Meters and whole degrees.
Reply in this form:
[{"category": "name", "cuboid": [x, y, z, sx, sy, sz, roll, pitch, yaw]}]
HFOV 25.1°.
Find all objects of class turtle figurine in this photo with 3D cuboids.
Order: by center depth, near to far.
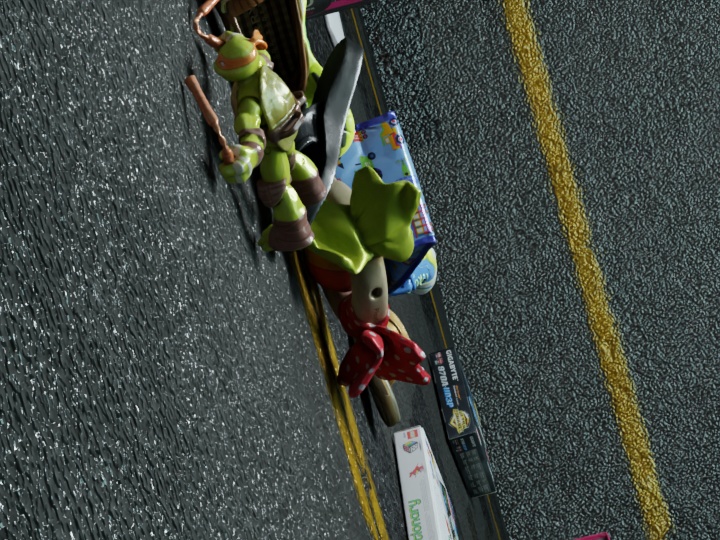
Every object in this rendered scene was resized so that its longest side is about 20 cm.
[{"category": "turtle figurine", "cuboid": [-0.066, -0.105, 1.118, 0.201, 0.064, 0.162, -99, 171, -52]}]

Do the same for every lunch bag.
[{"category": "lunch bag", "cuboid": [0.016, -0.063, 1.779, 0.200, 0.094, 0.151, 90, -16, -76]}]

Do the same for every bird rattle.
[{"category": "bird rattle", "cuboid": [0.000, 0.000, 1.353, 0.163, 0.112, 0.201, -126, -164, -54]}]

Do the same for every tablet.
[{"category": "tablet", "cuboid": [-0.046, -0.394, 2.396, 0.130, 0.014, 0.201, 65, 10, -57]}]

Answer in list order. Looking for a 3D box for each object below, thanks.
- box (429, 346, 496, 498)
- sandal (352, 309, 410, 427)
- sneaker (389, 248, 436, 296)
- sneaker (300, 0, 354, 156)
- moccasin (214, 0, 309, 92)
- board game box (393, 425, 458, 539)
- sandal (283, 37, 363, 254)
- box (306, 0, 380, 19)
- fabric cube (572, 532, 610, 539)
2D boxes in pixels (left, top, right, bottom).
[{"category": "box", "cuboid": [0.160, 0.237, 2.515, 0.200, 0.046, 0.160, 68, 8, -52]}, {"category": "sandal", "cuboid": [0.022, 0.065, 1.581, 0.201, 0.054, 0.081, -99, 171, -52]}, {"category": "sneaker", "cuboid": [0.043, 0.001, 1.957, 0.200, 0.075, 0.106, 56, 31, -53]}, {"category": "sneaker", "cuboid": [-0.071, -0.180, 1.345, 0.084, 0.074, 0.201, -15, -84, 69]}, {"category": "moccasin", "cuboid": [-0.082, -0.215, 1.213, 0.078, 0.073, 0.202, 42, -31, 49]}, {"category": "board game box", "cuboid": [0.074, 0.270, 1.632, 0.200, 0.034, 0.127, -98, 170, -54]}, {"category": "sandal", "cuboid": [-0.046, -0.098, 1.248, 0.075, 0.048, 0.201, -46, -155, 52]}, {"category": "box", "cuboid": [-0.063, -0.342, 1.493, 0.106, 0.122, 0.201, 72, 5, -72]}, {"category": "fabric cube", "cuboid": [0.281, 0.509, 2.218, 0.200, 0.195, 0.200, -87, 163, -76]}]
